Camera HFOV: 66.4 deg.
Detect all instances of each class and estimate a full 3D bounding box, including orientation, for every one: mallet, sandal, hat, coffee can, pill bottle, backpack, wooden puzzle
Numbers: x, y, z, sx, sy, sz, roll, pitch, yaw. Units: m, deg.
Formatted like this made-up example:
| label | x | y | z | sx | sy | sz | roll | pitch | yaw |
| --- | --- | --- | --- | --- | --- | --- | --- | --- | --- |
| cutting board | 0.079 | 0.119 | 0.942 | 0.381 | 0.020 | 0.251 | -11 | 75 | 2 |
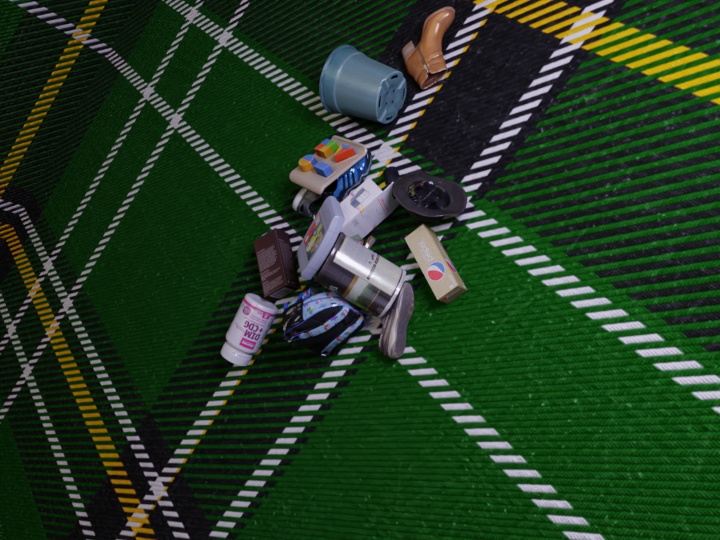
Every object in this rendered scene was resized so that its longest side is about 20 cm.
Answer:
| label | x | y | z | sx | sy | sz | roll | pitch | yaw |
| --- | --- | --- | --- | --- | --- | --- | --- | --- | --- |
| mallet | 0.033 | -0.236 | 1.601 | 0.198 | 0.041 | 0.067 | -22 | 66 | 33 |
| sandal | 0.000 | 0.000 | 1.544 | 0.054 | 0.080 | 0.202 | 28 | 91 | -7 |
| hat | 0.175 | -0.175 | 1.445 | 0.201 | 0.199 | 0.082 | 48 | 145 | 33 |
| coffee can | -0.001 | 0.013 | 1.429 | 0.199 | 0.146 | 0.147 | 30 | 96 | -6 |
| pill bottle | -0.346 | 0.184 | 1.700 | 0.113 | 0.113 | 0.202 | 31 | 96 | 36 |
| backpack | -0.094 | 0.126 | 1.500 | 0.199 | 0.182 | 0.136 | -34 | 45 | 25 |
| wooden puzzle | -0.102 | -0.323 | 1.616 | 0.200 | 0.046 | 0.185 | -45 | 42 | -13 |

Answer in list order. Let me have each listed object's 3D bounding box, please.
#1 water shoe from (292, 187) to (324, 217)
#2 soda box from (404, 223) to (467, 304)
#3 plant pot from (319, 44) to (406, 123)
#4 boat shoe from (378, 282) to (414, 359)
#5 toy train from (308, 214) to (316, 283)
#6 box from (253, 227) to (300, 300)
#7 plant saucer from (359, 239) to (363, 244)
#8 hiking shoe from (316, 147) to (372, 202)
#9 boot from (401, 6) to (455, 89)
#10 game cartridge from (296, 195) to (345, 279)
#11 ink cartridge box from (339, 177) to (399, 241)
| label | x | y | z | sx | sy | sz | roll | pitch | yaw |
| --- | --- | --- | --- | --- | --- | --- | --- | --- | --- |
| water shoe | -0.130 | -0.257 | 1.709 | 0.079 | 0.071 | 0.201 | 36 | 96 | 6 |
| soda box | 0.192 | -0.019 | 1.413 | 0.068 | 0.064 | 0.201 | -37 | 60 | 21 |
| plant pot | 0.016 | -0.529 | 1.603 | 0.195 | 0.200 | 0.202 | 29 | 95 | 28 |
| boat shoe | 0.085 | 0.127 | 1.442 | 0.073 | 0.074 | 0.203 | 8 | 81 | 35 |
| toy train | -0.091 | -0.068 | 1.554 | 0.114 | 0.085 | 0.203 | -3 | 76 | 23 |
| box | -0.263 | -0.019 | 1.723 | 0.099 | 0.075 | 0.202 | -27 | 65 | 26 |
| plant saucer | -0.086 | -0.073 | 1.628 | 0.199 | 0.051 | 0.203 | -9 | 73 | 33 |
| hiking shoe | -0.040 | -0.282 | 1.629 | 0.074 | 0.086 | 0.201 | 43 | 102 | 34 |
| boot | 0.215 | -0.625 | 1.556 | 0.200 | 0.073 | 0.156 | -41 | 56 | 33 |
| game cartridge | -0.107 | -0.081 | 1.433 | 0.201 | 0.041 | 0.134 | -58 | 31 | 23 |
| ink cartridge box | 0.015 | -0.172 | 1.517 | 0.200 | 0.117 | 0.067 | -41 | 61 | 0 |
